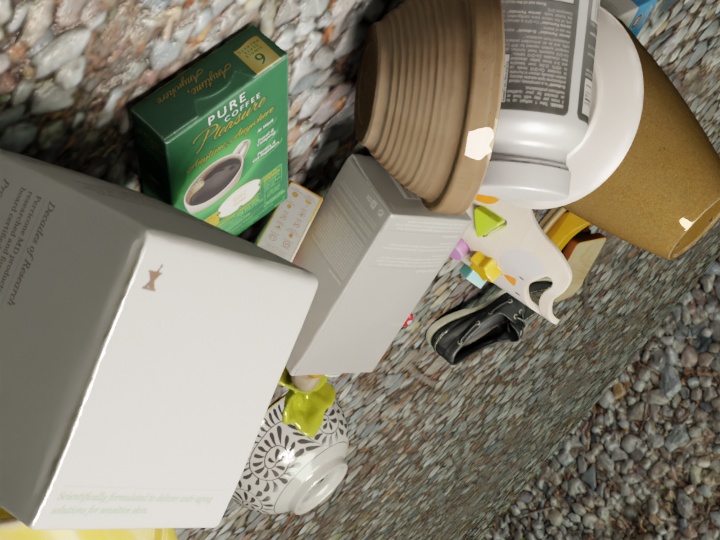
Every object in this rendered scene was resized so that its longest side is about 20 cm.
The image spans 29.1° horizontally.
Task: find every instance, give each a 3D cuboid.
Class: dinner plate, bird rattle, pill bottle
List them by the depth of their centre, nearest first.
[{"bbox_3d":[0.144,-0.166,1.209,0.116,0.115,0.201,10,86,-66],"label":"pill bottle"},{"bbox_3d":[0.166,-0.157,1.280,0.024,0.200,0.200,8,124,-54],"label":"dinner plate"},{"bbox_3d":[-0.016,0.079,1.461,0.200,0.113,0.163,-36,175,-15],"label":"bird rattle"}]

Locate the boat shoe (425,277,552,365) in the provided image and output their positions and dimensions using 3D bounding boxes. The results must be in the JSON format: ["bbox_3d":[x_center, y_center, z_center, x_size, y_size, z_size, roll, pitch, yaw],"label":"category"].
[{"bbox_3d":[0.191,0.073,1.893,0.199,0.066,0.075,-20,140,-15],"label":"boat shoe"}]

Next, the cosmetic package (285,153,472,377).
[{"bbox_3d":[0.000,0.000,1.263,0.107,0.090,0.200,3,133,-43],"label":"cosmetic package"}]

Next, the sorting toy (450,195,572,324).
[{"bbox_3d":[0.167,-0.023,1.567,0.107,0.180,0.200,-39,159,-19],"label":"sorting toy"}]

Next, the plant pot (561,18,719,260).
[{"bbox_3d":[0.264,-0.112,1.360,0.186,0.200,0.187,-39,161,-16],"label":"plant pot"}]

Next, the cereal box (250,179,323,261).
[{"bbox_3d":[-0.104,0.034,1.190,0.144,0.039,0.200,-53,-170,49],"label":"cereal box"}]

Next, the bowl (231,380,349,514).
[{"bbox_3d":[-0.078,0.238,1.714,0.201,0.094,0.201,-39,158,-19],"label":"bowl"}]

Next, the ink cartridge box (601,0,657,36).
[{"bbox_3d":[0.200,-0.226,1.403,0.200,0.068,0.115,-30,156,-38],"label":"ink cartridge box"}]

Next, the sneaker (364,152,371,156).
[{"bbox_3d":[0.045,-0.056,1.393,0.076,0.091,0.200,-51,161,10],"label":"sneaker"}]

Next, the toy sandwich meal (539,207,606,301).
[{"bbox_3d":[0.305,-0.044,1.965,0.205,0.070,0.205,-39,159,-18],"label":"toy sandwich meal"}]

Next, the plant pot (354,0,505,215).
[{"bbox_3d":[0.049,-0.149,1.150,0.092,0.201,0.201,4,143,-11],"label":"plant pot"}]

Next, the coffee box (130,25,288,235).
[{"bbox_3d":[-0.113,-0.089,1.080,0.123,0.044,0.200,-39,160,-20],"label":"coffee box"}]

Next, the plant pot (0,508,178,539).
[{"bbox_3d":[-0.267,0.211,1.166,0.201,0.201,0.189,-36,142,-24],"label":"plant pot"}]

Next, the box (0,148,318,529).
[{"bbox_3d":[-0.173,0.050,0.931,0.199,0.171,0.201,17,95,-58],"label":"box"}]
